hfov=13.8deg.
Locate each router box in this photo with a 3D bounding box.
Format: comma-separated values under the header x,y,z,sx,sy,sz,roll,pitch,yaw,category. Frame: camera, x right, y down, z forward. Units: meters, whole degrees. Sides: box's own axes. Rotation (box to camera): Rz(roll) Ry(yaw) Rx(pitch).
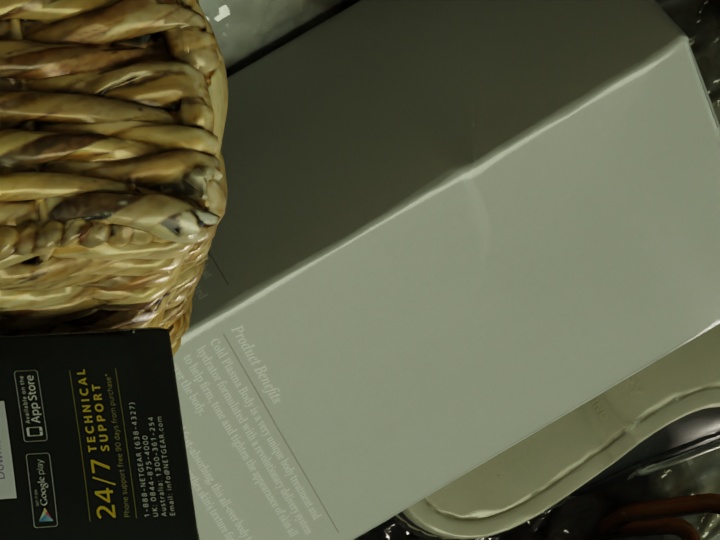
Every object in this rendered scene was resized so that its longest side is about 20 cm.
x,y,z,sx,sy,sz,roll,pitch,yaw,category
-0.143,0.068,0.676,0.157,0.052,0.200,-3,163,-23,router box

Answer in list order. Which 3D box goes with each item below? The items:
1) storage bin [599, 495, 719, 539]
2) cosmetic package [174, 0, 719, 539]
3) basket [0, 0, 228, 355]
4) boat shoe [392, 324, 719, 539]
x,y,z,sx,sy,sz,roll,pitch,yaw,category
0.070,0.147,0.892,0.134,0.146,0.200,-6,167,-13,storage bin
0.000,0.000,0.794,0.200,0.090,0.107,-31,135,-7,cosmetic package
-0.138,-0.041,0.658,0.199,0.143,0.149,-7,164,-11,basket
0.089,0.023,0.896,0.200,0.073,0.063,-25,178,-16,boat shoe
